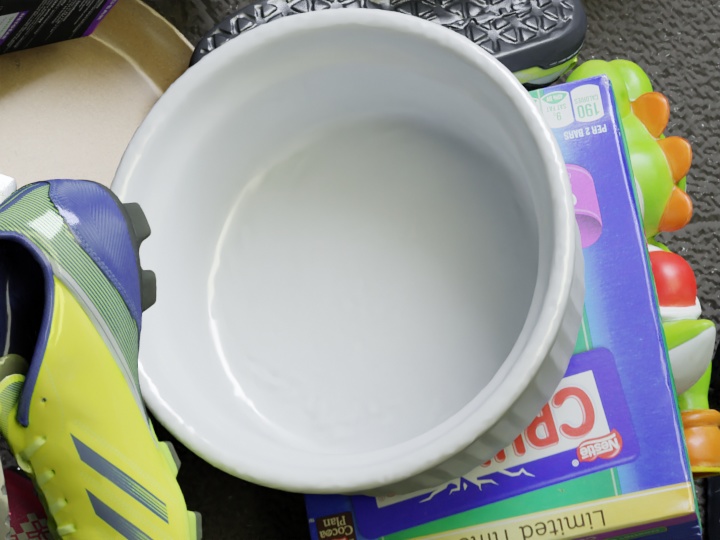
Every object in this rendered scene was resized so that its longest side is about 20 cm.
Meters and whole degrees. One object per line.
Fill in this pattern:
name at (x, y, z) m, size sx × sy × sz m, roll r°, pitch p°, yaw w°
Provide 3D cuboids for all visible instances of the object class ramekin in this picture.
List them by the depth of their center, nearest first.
ramekin at (0.000, 0.000, 1.223) m, size 0.200 × 0.098 × 0.201 m, roll -3°, pitch 77°, yaw 15°

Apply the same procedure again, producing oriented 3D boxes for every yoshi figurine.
yoshi figurine at (0.110, 0.003, 1.387) m, size 0.111 × 0.112 × 0.201 m, roll -6°, pitch 86°, yaw 7°

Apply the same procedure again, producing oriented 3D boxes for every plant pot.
plant pot at (-0.144, -0.040, 1.301) m, size 0.199 × 0.027 × 0.201 m, roll 8°, pitch 70°, yaw -23°

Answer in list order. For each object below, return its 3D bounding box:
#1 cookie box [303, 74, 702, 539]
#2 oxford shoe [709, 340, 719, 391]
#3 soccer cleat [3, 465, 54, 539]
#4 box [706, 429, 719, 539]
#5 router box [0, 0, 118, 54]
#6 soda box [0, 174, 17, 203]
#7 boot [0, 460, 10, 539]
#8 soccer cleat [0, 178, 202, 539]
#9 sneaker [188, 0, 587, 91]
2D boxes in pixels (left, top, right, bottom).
cookie box at (0.051, 0.034, 1.295) m, size 0.170 × 0.075 × 0.201 m, roll -13°, pitch 75°, yaw 8°
oxford shoe at (0.245, -0.012, 1.448) m, size 0.084 × 0.073 × 0.201 m, roll 25°, pitch 73°, yaw 1°
soccer cleat at (-0.140, 0.138, 1.215) m, size 0.200 × 0.070 × 0.087 m, roll 30°, pitch 67°, yaw -12°
box at (0.249, 0.169, 1.374) m, size 0.147 × 0.104 × 0.201 m, roll 10°, pitch 68°, yaw -23°
router box at (-0.202, -0.181, 1.256) m, size 0.200 × 0.051 × 0.149 m, roll 52°, pitch 30°, yaw 10°
soda box at (-0.244, -0.024, 1.166) m, size 0.199 × 0.064 × 0.068 m, roll 16°, pitch 69°, yaw -13°
boot at (-0.240, 0.139, 1.128) m, size 0.199 × 0.073 × 0.183 m, roll 3°, pitch 107°, yaw -18°
soccer cleat at (-0.115, 0.064, 1.154) m, size 0.084 × 0.065 × 0.201 m, roll -16°, pitch 102°, yaw -42°
sneaker at (0.015, -0.085, 1.362) m, size 0.199 × 0.083 × 0.072 m, roll -10°, pitch 60°, yaw -18°
